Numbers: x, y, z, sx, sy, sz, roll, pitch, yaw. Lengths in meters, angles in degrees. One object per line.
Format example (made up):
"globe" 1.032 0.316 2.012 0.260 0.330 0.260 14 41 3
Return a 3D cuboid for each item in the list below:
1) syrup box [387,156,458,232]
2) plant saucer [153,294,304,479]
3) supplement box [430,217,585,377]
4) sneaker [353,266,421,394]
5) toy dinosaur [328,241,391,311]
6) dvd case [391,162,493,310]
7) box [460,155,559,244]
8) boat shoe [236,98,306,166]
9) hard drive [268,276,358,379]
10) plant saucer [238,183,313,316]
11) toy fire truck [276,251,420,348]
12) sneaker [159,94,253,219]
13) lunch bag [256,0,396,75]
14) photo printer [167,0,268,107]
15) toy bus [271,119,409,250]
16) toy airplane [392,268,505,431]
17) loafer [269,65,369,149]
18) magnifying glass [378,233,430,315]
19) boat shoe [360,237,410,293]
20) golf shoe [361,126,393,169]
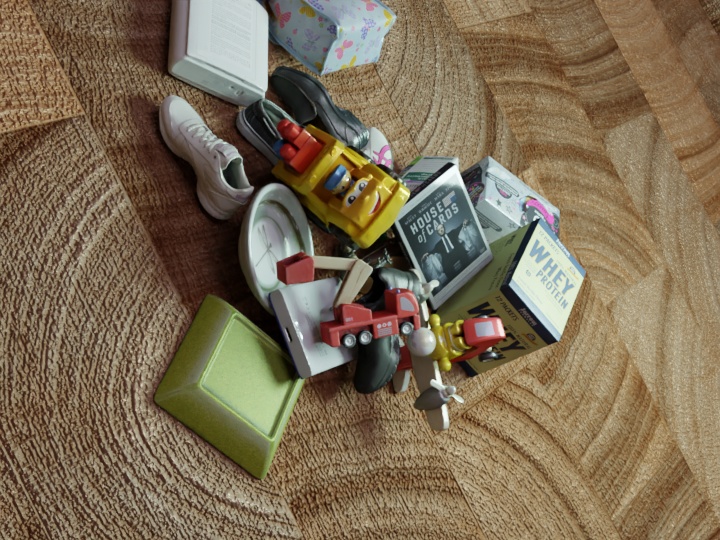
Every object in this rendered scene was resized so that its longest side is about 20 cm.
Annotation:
"syrup box" 0.108 -0.133 1.811 0.200 0.078 0.082 -46 134 -60
"plant saucer" -0.163 0.154 1.460 0.200 0.048 0.200 41 45 -21
"supplement box" 0.253 0.047 1.812 0.134 0.200 0.200 47 43 -14
"sneaker" 0.019 0.087 1.582 0.091 0.076 0.201 19 85 -37
"toy dinosaur" 0.000 0.000 1.631 0.200 0.088 0.048 -86 152 -59
"dvd case" 0.134 -0.056 1.727 0.150 0.025 0.200 -40 124 -20
"box" 0.259 -0.095 1.945 0.200 0.132 0.115 32 48 -28
"boat shoe" -0.108 -0.200 1.687 0.200 0.071 0.072 35 48 -27
"hard drive" -0.060 0.082 1.568 0.200 0.025 0.132 -11 79 -66
"plant saucer" -0.134 -0.027 1.554 0.200 0.050 0.201 -6 90 -66
"toy fire truck" -0.014 0.035 1.499 0.199 0.049 0.142 -11 102 -19
"sneaker" -0.221 -0.179 1.544 0.075 0.100 0.200 -32 91 -46
"lunch bag" -0.071 -0.440 1.814 0.200 0.127 0.169 43 39 18
"photo printer" -0.225 -0.377 1.669 0.166 0.069 0.201 19 56 -36
"toy bus" -0.048 -0.147 1.590 0.136 0.200 0.192 -50 126 -3
"toy airplane" 0.102 0.120 1.633 0.200 0.200 0.141 33 4 29
"loafer" -0.079 -0.261 1.732 0.200 0.073 0.072 40 58 9
"magnifying glass" 0.079 -0.015 1.809 0.079 0.022 0.201 -7 75 -44
"boat shoe" 0.058 -0.021 1.750 0.200 0.071 0.070 -19 49 -32
"golf shoe" 0.007 -0.172 1.768 0.092 0.072 0.201 49 37 -47
